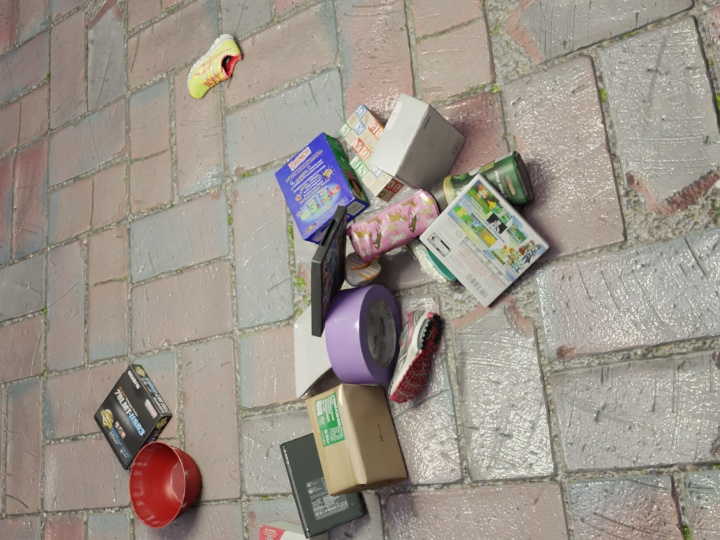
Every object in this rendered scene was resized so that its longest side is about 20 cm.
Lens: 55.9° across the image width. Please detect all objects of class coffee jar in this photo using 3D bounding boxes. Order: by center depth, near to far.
[{"bbox_3d":[0.247,-0.162,1.397,0.196,0.086,0.106,-19,108,28],"label":"coffee jar"}]

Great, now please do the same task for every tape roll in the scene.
[{"bbox_3d":[0.011,0.136,1.430,0.083,0.199,0.206,-8,77,29],"label":"tape roll"}]

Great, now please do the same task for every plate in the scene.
[{"bbox_3d":[-0.092,0.159,1.532,0.200,0.032,0.204,-46,39,41],"label":"plate"}]

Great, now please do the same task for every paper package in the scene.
[{"bbox_3d":[-0.006,0.350,1.407,0.102,0.189,0.205,-25,68,24],"label":"paper package"}]

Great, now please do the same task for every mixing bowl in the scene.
[{"bbox_3d":[-0.476,0.534,1.708,0.196,0.108,0.206,-7,77,30],"label":"mixing bowl"}]

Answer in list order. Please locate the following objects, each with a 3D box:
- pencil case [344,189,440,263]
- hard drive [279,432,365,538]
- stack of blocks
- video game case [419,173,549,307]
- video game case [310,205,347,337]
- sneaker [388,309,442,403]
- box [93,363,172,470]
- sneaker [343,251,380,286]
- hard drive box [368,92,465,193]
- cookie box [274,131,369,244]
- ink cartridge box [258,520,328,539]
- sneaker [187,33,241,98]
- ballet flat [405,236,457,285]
[{"bbox_3d":[0.067,-0.093,1.415,0.197,0.083,0.088,-28,72,-6],"label":"pencil case"},{"bbox_3d":[-0.084,0.457,1.483,0.136,0.033,0.204,-15,69,-14],"label":"hard drive"},{"bbox_3d":[0.032,-0.273,1.574,0.115,0.058,0.202,-45,62,17],"label":"stack of blocks"},{"bbox_3d":[0.246,-0.058,1.365,0.200,0.022,0.183,46,115,4],"label":"video game case"},{"bbox_3d":[-0.063,0.002,1.392,0.025,0.204,0.183,12,42,10],"label":"video game case"},{"bbox_3d":[0.107,0.182,1.434,0.073,0.080,0.204,10,69,42],"label":"sneaker"},{"bbox_3d":[-0.626,0.399,1.861,0.200,0.049,0.200,45,106,28],"label":"box"},{"bbox_3d":[0.000,0.000,1.484,0.077,0.200,0.078,30,111,2],"label":"sneaker"},{"bbox_3d":[0.124,-0.255,1.432,0.076,0.199,0.159,30,96,31],"label":"hard drive box"},{"bbox_3d":[-0.095,-0.196,1.627,0.170,0.075,0.203,-35,65,22],"label":"cookie box"},{"bbox_3d":[-0.155,0.676,1.500,0.142,0.083,0.206,0,80,30],"label":"ink cartridge box"},{"bbox_3d":[-0.404,-0.552,1.883,0.201,0.078,0.091,-49,68,17],"label":"sneaker"},{"bbox_3d":[0.143,-0.037,1.470,0.072,0.071,0.202,-41,61,18],"label":"ballet flat"}]
